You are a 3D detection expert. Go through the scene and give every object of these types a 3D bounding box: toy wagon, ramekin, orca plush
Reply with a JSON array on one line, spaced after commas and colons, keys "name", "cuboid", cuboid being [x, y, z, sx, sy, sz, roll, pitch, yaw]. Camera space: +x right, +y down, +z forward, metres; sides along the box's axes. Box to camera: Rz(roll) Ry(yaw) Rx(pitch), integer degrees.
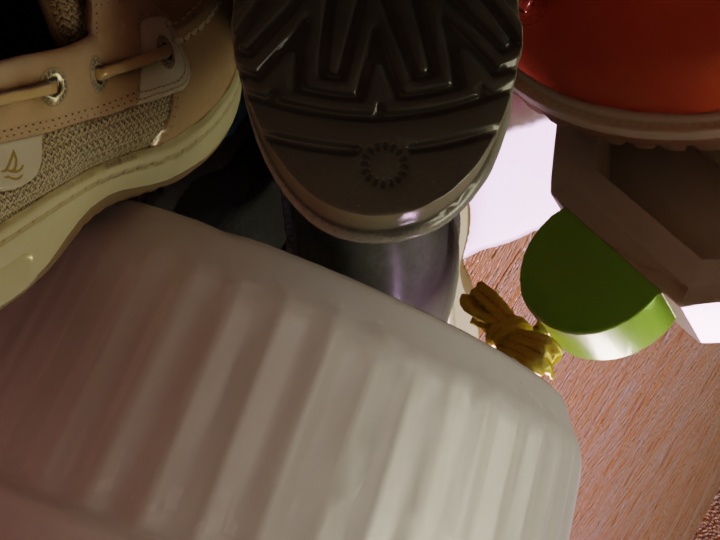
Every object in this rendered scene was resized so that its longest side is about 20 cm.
[{"name": "toy wagon", "cuboid": [0.114, -0.040, 0.745, 0.200, 0.155, 0.040, -43, 139, -3]}, {"name": "ramekin", "cuboid": [-0.035, 0.051, 0.669, 0.202, 0.201, 0.095, 54, 56, -74]}, {"name": "orca plush", "cuboid": [0.045, -0.044, 1.007, 0.200, 0.105, 0.072, 128, -32, -47]}]

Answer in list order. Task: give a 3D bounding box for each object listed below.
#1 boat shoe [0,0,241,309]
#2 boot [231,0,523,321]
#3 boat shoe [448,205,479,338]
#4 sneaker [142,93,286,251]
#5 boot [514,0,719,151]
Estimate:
[{"name": "boat shoe", "cuboid": [-0.075, -0.052, 0.608, 0.200, 0.071, 0.065, -57, 154, -61]}, {"name": "boot", "cuboid": [0.000, -0.032, 0.684, 0.201, 0.072, 0.183, 95, -6, -53]}, {"name": "boat shoe", "cuboid": [-0.001, 0.000, 0.933, 0.066, 0.071, 0.201, -62, 156, -27]}, {"name": "sneaker", "cuboid": [-0.029, 0.010, 0.865, 0.073, 0.081, 0.201, -58, 164, -30]}, {"name": "boot", "cuboid": [0.044, -0.107, 0.724, 0.075, 0.199, 0.107, -52, 156, -14]}]
